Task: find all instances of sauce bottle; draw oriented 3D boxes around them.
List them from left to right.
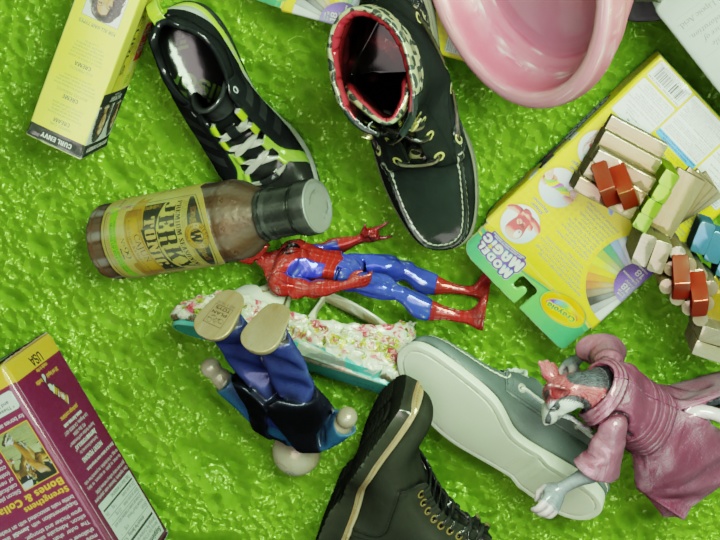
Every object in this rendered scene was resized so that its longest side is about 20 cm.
[{"bbox_3d":[-0.115,-0.035,1.063,0.199,0.065,0.065,-10,102,31],"label":"sauce bottle"}]

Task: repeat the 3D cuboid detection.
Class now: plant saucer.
[{"bbox_3d":[0.112,-0.208,0.925,0.051,0.200,0.202,-21,101,-25],"label":"plant saucer"}]

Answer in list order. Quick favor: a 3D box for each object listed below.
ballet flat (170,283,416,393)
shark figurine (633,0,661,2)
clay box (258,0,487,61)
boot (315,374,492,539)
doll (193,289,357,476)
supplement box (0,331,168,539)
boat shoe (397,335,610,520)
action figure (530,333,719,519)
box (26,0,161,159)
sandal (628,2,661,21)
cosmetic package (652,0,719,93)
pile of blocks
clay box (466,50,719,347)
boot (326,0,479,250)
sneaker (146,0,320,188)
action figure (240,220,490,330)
[{"bbox_3d":[-0.047,0.044,1.109,0.199,0.076,0.064,17,74,0],"label":"ballet flat"},{"bbox_3d":[0.170,-0.224,0.935,0.128,0.215,0.089,-35,117,22],"label":"shark figurine"},{"bbox_3d":[0.026,-0.228,1.035,0.199,0.048,0.116,17,107,5],"label":"clay box"},{"bbox_3d":[0.057,0.170,1.093,0.138,0.078,0.200,22,138,-2],"label":"boot"},{"bbox_3d":[-0.067,0.092,1.078,0.136,0.049,0.200,15,148,25],"label":"doll"},{"bbox_3d":[-0.267,0.173,1.145,0.130,0.103,0.201,-28,97,13],"label":"supplement box"},{"bbox_3d":[0.113,0.109,1.085,0.200,0.062,0.073,39,142,-10],"label":"boat shoe"},{"bbox_3d":[0.204,0.110,1.013,0.148,0.135,0.200,-21,145,40],"label":"action figure"},{"bbox_3d":[-0.186,-0.188,1.065,0.050,0.075,0.201,24,104,1],"label":"box"},{"bbox_3d":[0.273,-0.214,1.003,0.199,0.043,0.077,-14,101,12],"label":"sandal"},{"bbox_3d":[0.294,-0.147,0.975,0.102,0.074,0.200,-38,108,22],"label":"cosmetic package"},{"bbox_3d":[0.225,-0.018,0.984,0.082,0.062,0.200,-36,100,14],"label":"pile of blocks"},{"bbox_3d":[0.184,-0.050,1.045,0.115,0.048,0.200,45,106,-5],"label":"clay box"},{"bbox_3d":[0.028,-0.096,0.968,0.073,0.154,0.205,-10,104,13],"label":"boot"},{"bbox_3d":[-0.104,-0.112,1.064,0.072,0.083,0.200,-33,96,15],"label":"sneaker"},{"bbox_3d":[0.000,0.000,1.085,0.199,0.066,0.052,8,131,6],"label":"action figure"}]
